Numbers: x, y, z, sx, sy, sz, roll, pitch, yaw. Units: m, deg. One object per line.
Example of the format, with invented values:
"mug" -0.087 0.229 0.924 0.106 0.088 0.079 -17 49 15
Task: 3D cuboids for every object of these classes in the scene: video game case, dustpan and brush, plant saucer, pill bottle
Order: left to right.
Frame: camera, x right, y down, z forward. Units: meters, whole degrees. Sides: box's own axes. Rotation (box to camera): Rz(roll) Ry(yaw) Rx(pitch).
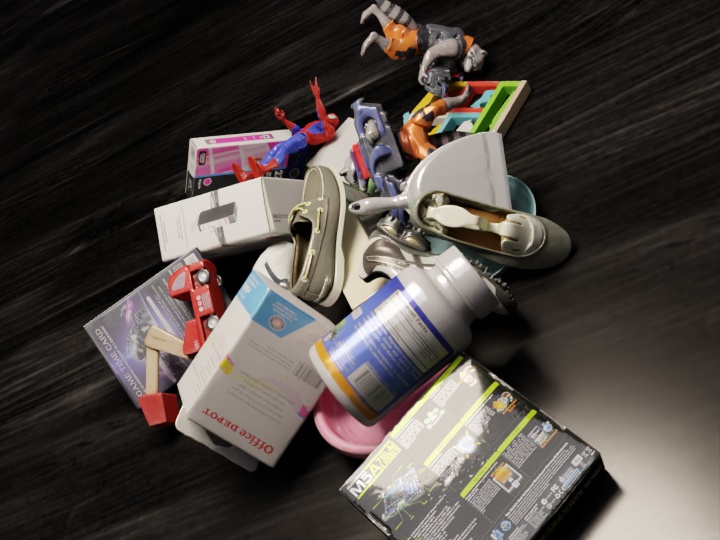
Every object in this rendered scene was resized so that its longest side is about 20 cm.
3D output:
"video game case" -0.273 0.082 1.421 0.199 0.144 0.019 -34 0 6
"plant saucer" 0.040 0.137 1.177 0.199 0.051 0.202 -21 42 20
"pill bottle" 0.051 0.067 1.098 0.200 0.112 0.112 -40 38 3
"dustpan and brush" 0.083 -0.094 1.261 0.198 0.057 0.141 -6 81 -3
"plant saucer" 0.138 -0.042 1.296 0.199 0.027 0.201 -23 41 21

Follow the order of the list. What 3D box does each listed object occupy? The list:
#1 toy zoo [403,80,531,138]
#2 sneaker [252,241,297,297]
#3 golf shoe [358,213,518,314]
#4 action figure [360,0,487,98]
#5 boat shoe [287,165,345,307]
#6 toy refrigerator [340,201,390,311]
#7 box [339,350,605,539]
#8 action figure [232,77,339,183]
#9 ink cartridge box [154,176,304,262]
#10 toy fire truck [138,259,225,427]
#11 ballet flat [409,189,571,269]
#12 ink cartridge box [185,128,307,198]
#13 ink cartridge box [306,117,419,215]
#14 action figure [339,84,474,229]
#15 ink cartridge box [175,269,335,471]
"toy zoo" 0.139 -0.226 1.481 0.199 0.021 0.132 10 58 44
"sneaker" -0.091 0.049 1.345 0.128 0.080 0.200 -3 51 35
"golf shoe" 0.089 0.017 1.186 0.199 0.078 0.095 28 82 23
"action figure" 0.098 -0.331 1.493 0.200 0.191 0.106 -99 24 -63
"boat shoe" -0.060 -0.053 1.296 0.072 0.060 0.204 -38 46 49
"toy refrigerator" 0.000 0.000 1.324 0.070 0.076 0.201 -35 39 4
"box" 0.111 0.211 1.014 0.193 0.048 0.200 34 76 37
"action figure" -0.108 -0.209 1.465 0.065 0.100 0.199 -10 17 48
"ink cartridge box" -0.177 -0.073 1.472 0.198 0.144 0.085 -12 87 28
"toy fire truck" -0.243 0.099 1.367 0.140 0.049 0.202 -19 75 12
"ballet flat" 0.153 -0.047 1.187 0.198 0.064 0.068 15 86 6
"ink cartridge box" -0.165 -0.160 1.522 0.198 0.095 0.037 -11 41 -29
"ink cartridge box" 0.022 -0.147 1.463 0.104 0.059 0.199 -49 42 -13
"action figure" 0.069 -0.137 1.336 0.191 0.202 0.105 -11 3 14
"ink cartridge box" -0.125 0.125 1.208 0.201 0.128 0.125 -55 19 1
